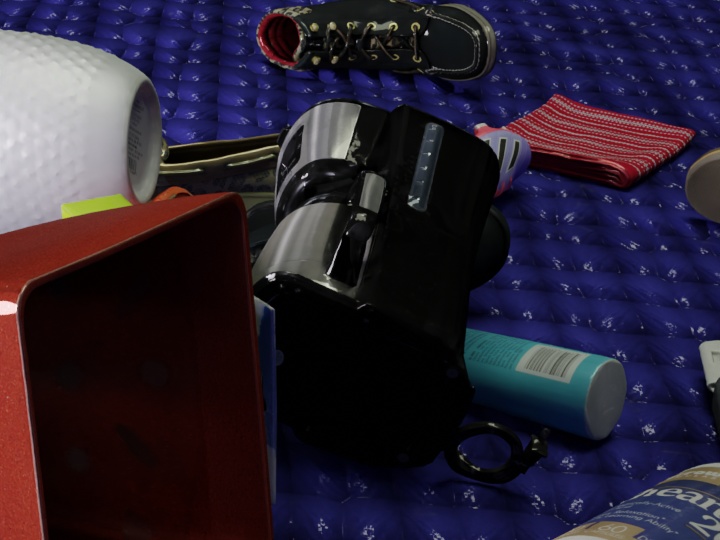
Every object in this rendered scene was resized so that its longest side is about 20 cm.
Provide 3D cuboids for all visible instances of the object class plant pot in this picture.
[{"bbox_3d":[-0.170,0.076,1.148,0.175,0.202,0.200,3,15,27],"label":"plant pot"}]

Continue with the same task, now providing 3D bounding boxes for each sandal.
[{"bbox_3d":[0.329,-0.040,1.843,0.054,0.081,0.199,-34,44,-31],"label":"sandal"}]

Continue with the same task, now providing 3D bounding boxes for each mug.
[{"bbox_3d":[-0.227,-0.082,1.647,0.174,0.149,0.200,3,-21,11],"label":"mug"}]

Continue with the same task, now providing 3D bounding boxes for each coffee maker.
[{"bbox_3d":[0.020,0.014,1.414,0.192,0.134,0.201,43,35,-20],"label":"coffee maker"}]

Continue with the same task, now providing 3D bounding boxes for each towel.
[{"bbox_3d":[0.201,-0.116,2.079,0.144,0.023,0.200,15,20,21],"label":"towel"}]

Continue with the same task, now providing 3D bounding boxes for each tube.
[{"bbox_3d":[0.070,0.059,1.491,0.199,0.051,0.077,14,15,35],"label":"tube"}]

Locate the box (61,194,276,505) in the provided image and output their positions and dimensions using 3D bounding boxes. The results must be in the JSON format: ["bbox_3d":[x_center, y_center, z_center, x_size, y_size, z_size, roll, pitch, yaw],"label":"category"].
[{"bbox_3d":[-0.111,0.045,1.338,0.047,0.123,0.200,-11,24,-26],"label":"box"}]

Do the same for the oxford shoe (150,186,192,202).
[{"bbox_3d":[-0.134,-0.004,1.599,0.072,0.071,0.200,43,16,2],"label":"oxford shoe"}]

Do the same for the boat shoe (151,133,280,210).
[{"bbox_3d":[-0.132,-0.080,1.789,0.198,0.063,0.073,1,20,-15],"label":"boat shoe"}]

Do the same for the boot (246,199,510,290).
[{"bbox_3d":[0.000,0.000,1.578,0.198,0.077,0.168,2,16,4],"label":"boot"}]

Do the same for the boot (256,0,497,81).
[{"bbox_3d":[0.015,-0.213,2.224,0.153,0.074,0.203,-12,22,-38],"label":"boot"}]

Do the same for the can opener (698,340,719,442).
[{"bbox_3d":[0.248,0.069,1.482,0.053,0.067,0.200,6,18,1],"label":"can opener"}]

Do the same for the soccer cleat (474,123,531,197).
[{"bbox_3d":[0.077,-0.066,1.850,0.199,0.067,0.077,-9,55,-52],"label":"soccer cleat"}]

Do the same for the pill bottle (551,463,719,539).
[{"bbox_3d":[0.159,0.156,1.129,0.110,0.112,0.199,19,22,33],"label":"pill bottle"}]
